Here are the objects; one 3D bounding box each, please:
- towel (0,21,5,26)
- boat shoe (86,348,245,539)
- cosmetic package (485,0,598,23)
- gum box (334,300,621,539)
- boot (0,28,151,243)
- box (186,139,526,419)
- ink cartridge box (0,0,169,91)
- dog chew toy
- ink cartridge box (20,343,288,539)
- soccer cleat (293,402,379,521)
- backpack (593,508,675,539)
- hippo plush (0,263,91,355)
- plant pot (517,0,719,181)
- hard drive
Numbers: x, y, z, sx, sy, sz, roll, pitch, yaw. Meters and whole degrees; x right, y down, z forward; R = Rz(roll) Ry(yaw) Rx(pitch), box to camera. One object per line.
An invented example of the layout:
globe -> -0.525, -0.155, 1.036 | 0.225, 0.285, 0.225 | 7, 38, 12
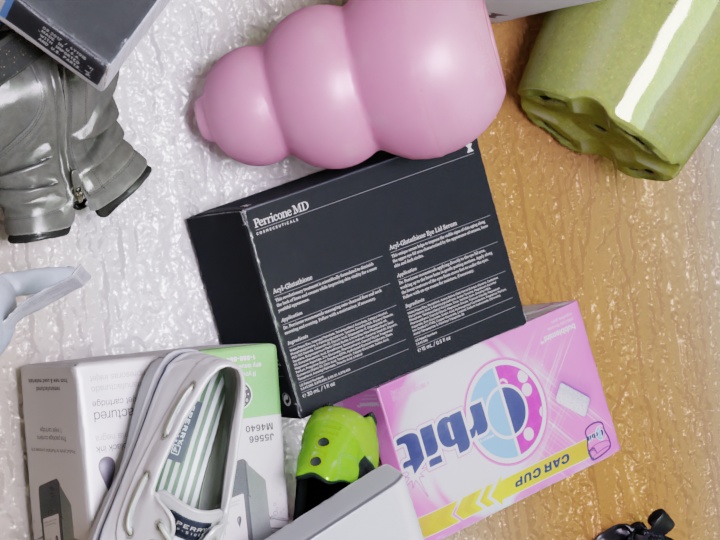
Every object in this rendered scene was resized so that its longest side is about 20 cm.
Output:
towel -> -0.211, -0.250, 1.340 | 0.200, 0.024, 0.145 | -41, 104, -31
boat shoe -> -0.113, 0.143, 1.253 | 0.073, 0.067, 0.201 | 12, 81, -32
cosmetic package -> 0.083, -0.288, 1.463 | 0.164, 0.165, 0.201 | 7, 83, -33
gum box -> 0.076, 0.106, 1.493 | 0.199, 0.066, 0.114 | -21, 98, -34
boot -> -0.166, -0.112, 1.346 | 0.200, 0.068, 0.131 | -37, 112, -23
box -> 0.000, 0.000, 1.440 | 0.199, 0.079, 0.142 | -20, 101, -34
ink cartridge box -> -0.181, -0.242, 1.294 | 0.198, 0.043, 0.200 | 35, 62, -6
dog chew toy -> -0.010, -0.123, 1.392 | 0.199, 0.125, 0.125 | -14, 96, 7
ink cartridge box -> -0.124, 0.151, 1.338 | 0.145, 0.084, 0.201 | -5, 90, -35
soccer cleat -> -0.013, 0.176, 1.389 | 0.081, 0.067, 0.201 | -61, 151, -45
backpack -> 0.192, 0.299, 1.521 | 0.190, 0.154, 0.201 | -20, 101, -24
hippo plush -> -0.275, 0.009, 1.195 | 0.200, 0.159, 0.161 | -42, 100, -10
plant pot -> 0.209, -0.174, 1.548 | 0.200, 0.200, 0.185 | 33, 81, -29
hard drive -> -0.004, 0.236, 1.341 | 0.132, 0.027, 0.201 | -31, 121, -23
